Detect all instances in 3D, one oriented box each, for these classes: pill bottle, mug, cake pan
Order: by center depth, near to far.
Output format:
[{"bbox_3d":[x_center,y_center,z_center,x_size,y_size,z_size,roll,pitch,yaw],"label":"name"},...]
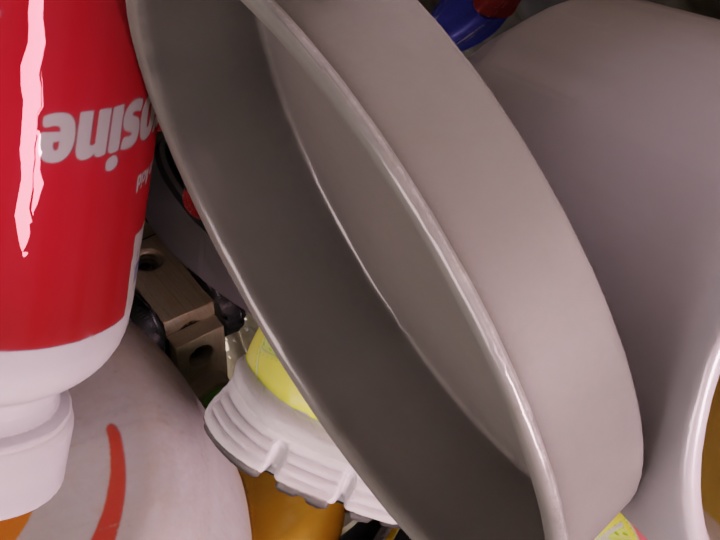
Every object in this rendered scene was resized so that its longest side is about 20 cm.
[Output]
[{"bbox_3d":[0.006,-0.005,0.689,0.201,0.037,0.201,53,164,23],"label":"cake pan"},{"bbox_3d":[0.092,0.012,0.751,0.153,0.149,0.187,32,138,43],"label":"mug"},{"bbox_3d":[-0.116,-0.034,0.782,0.112,0.112,0.201,26,117,36],"label":"pill bottle"}]

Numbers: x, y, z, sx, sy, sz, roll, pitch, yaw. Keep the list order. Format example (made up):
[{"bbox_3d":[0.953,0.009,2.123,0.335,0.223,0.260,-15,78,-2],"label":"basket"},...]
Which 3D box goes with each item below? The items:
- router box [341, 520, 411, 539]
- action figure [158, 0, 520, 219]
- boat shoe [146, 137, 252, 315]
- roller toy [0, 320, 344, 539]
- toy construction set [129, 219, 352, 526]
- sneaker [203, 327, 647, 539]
[{"bbox_3d":[-0.008,0.158,0.975,0.051,0.150,0.200,31,162,-3],"label":"router box"},{"bbox_3d":[-0.022,-0.054,0.846,0.065,0.099,0.200,52,142,3],"label":"action figure"},{"bbox_3d":[0.000,0.000,0.940,0.200,0.068,0.057,40,113,31],"label":"boat shoe"},{"bbox_3d":[-0.119,0.108,0.904,0.182,0.201,0.140,19,156,27],"label":"roller toy"},{"bbox_3d":[-0.079,0.027,1.032,0.200,0.092,0.132,33,145,29],"label":"toy construction set"},{"bbox_3d":[0.057,0.049,0.839,0.199,0.091,0.078,21,-175,-7],"label":"sneaker"}]
